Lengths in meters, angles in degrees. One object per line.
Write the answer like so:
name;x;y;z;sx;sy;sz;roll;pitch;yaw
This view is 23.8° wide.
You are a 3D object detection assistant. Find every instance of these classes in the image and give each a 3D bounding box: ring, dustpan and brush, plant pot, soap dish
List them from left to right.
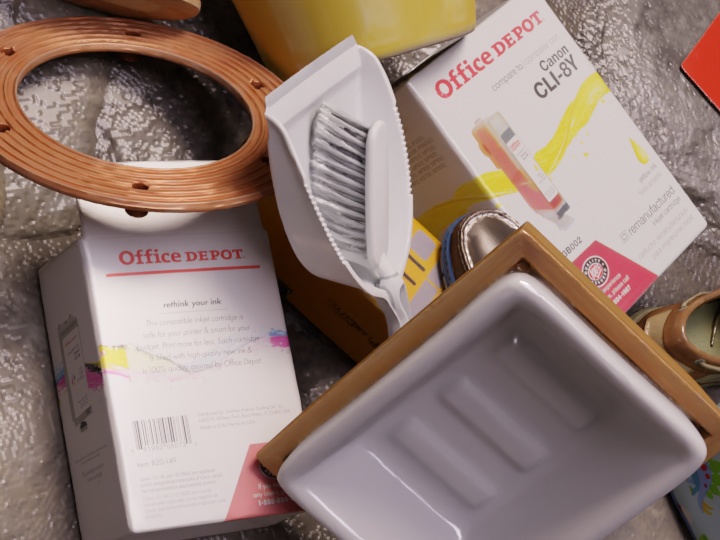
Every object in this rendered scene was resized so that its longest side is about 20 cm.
ring;-0.124;-0.085;0.942;0.199;0.019;0.201;11;33;-7
plant pot;-0.016;-0.217;1.026;0.200;0.200;0.190;-21;99;-36
dustpan and brush;0.005;-0.015;0.940;0.140;0.057;0.201;-47;137;-59
soap dish;0.069;0.081;0.886;0.157;0.200;0.081;42;27;-13

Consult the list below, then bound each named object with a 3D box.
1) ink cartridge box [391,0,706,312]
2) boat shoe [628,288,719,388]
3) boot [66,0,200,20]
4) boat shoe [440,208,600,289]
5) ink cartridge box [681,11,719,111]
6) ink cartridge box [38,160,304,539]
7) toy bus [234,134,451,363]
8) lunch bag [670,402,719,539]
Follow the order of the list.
ink cartridge box;0.107;-0.060;1.100;0.145;0.083;0.200;-41;96;-36
boat shoe;0.266;0.041;1.169;0.199;0.074;0.076;-14;80;-35
boot;-0.171;-0.239;0.991;0.200;0.071;0.145;19;73;-16
boat shoe;0.119;0.039;0.973;0.072;0.072;0.200;-28;72;-23
ink cartridge box;0.356;-0.134;1.312;0.200;0.057;0.163;49;54;-13
ink cartridge box;-0.104;0.044;0.935;0.116;0.067;0.201;-3;75;-33
toy bus;0.000;0.000;1.021;0.200;0.065;0.078;42;53;-11
lunch bag;0.295;0.167;1.086;0.082;0.161;0.201;-22;84;-36
